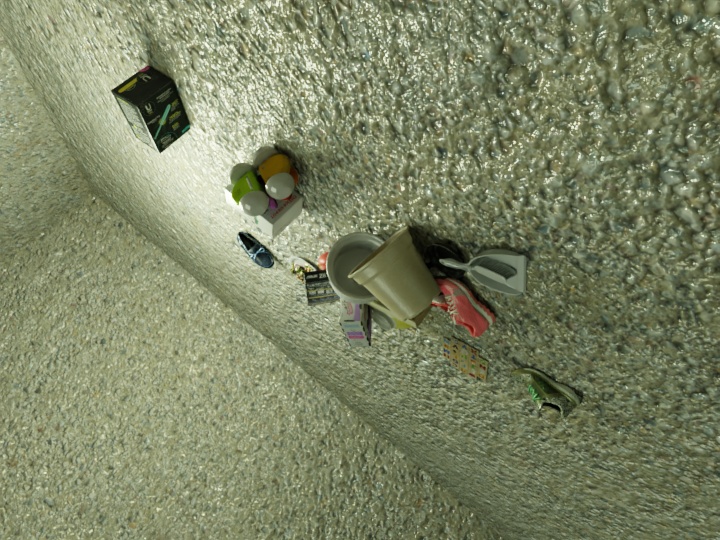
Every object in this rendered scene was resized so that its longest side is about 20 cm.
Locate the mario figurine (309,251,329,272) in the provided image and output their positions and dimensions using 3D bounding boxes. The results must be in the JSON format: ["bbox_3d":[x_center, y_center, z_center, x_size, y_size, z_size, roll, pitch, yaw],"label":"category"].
[{"bbox_3d":[-0.107,0.024,1.735,0.106,0.124,0.200,32,149,14],"label":"mario figurine"}]

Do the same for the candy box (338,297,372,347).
[{"bbox_3d":[-0.012,0.128,1.611,0.071,0.169,0.200,-3,149,10],"label":"candy box"}]

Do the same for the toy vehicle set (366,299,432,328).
[{"bbox_3d":[0.116,0.078,1.490,0.199,0.124,0.027,24,151,35],"label":"toy vehicle set"}]

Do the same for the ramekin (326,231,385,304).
[{"bbox_3d":[0.000,0.000,1.456,0.200,0.201,0.098,38,163,7],"label":"ramekin"}]

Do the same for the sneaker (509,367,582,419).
[{"bbox_3d":[0.497,0.338,1.400,0.199,0.089,0.077,23,150,36],"label":"sneaker"}]

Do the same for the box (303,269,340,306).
[{"bbox_3d":[-0.084,0.050,1.680,0.162,0.199,0.049,91,168,-58],"label":"box"}]

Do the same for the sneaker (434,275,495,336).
[{"bbox_3d":[0.262,0.095,1.330,0.200,0.087,0.074,42,167,-5],"label":"sneaker"}]

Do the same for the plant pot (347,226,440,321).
[{"bbox_3d":[0.101,0.020,1.304,0.184,0.200,0.200,50,155,-5],"label":"plant pot"}]

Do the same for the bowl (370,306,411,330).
[{"bbox_3d":[0.096,0.124,1.618,0.200,0.108,0.201,33,154,19],"label":"bowl"}]

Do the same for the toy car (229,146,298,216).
[{"bbox_3d":[-0.270,-0.241,1.467,0.176,0.199,0.150,61,-173,30],"label":"toy car"}]

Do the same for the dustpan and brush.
[{"bbox_3d":[0.280,-0.006,1.185,0.199,0.057,0.140,25,151,33],"label":"dustpan and brush"}]

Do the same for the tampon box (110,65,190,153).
[{"bbox_3d":[-0.667,-0.516,1.636,0.126,0.150,0.200,32,154,18],"label":"tampon box"}]

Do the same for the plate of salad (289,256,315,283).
[{"bbox_3d":[-0.208,0.026,1.979,0.199,0.048,0.200,33,155,18],"label":"plate of salad"}]

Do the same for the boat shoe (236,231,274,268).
[{"bbox_3d":[-0.444,-0.081,2.104,0.200,0.084,0.069,37,167,6],"label":"boat shoe"}]

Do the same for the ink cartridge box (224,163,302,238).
[{"bbox_3d":[-0.298,-0.220,1.585,0.200,0.146,0.084,36,154,10],"label":"ink cartridge box"}]

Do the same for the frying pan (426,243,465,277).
[{"bbox_3d":[0.212,-0.013,1.310,0.115,0.031,0.190,37,158,9],"label":"frying pan"}]

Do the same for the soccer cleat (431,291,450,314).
[{"bbox_3d":[0.211,0.066,1.405,0.199,0.086,0.069,15,169,4],"label":"soccer cleat"}]

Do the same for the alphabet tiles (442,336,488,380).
[{"bbox_3d":[0.337,0.287,1.651,0.166,0.006,0.201,28,152,27],"label":"alphabet tiles"}]
